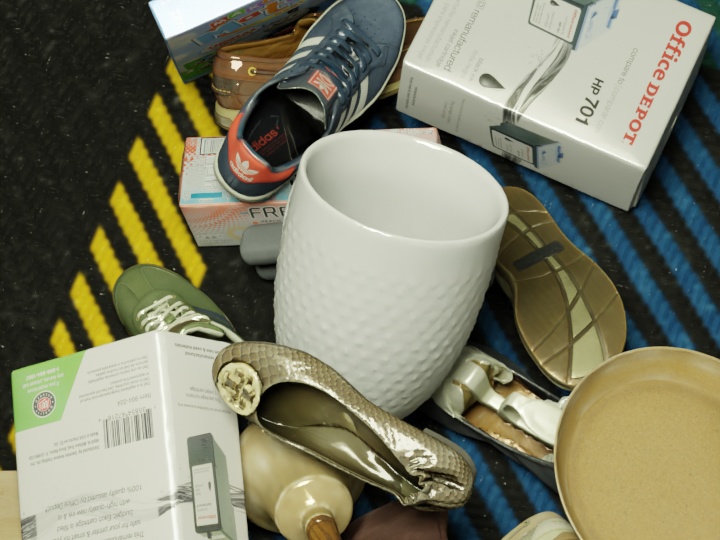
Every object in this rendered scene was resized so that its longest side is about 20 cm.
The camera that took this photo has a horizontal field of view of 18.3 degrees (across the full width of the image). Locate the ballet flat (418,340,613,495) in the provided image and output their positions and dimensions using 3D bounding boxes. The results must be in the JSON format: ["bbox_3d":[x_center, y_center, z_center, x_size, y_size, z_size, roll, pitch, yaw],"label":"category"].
[{"bbox_3d":[0.103,0.095,1.605,0.200,0.073,0.073,33,73,23],"label":"ballet flat"}]

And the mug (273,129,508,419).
[{"bbox_3d":[0.000,0.000,1.574,0.147,0.176,0.200,-6,36,-30],"label":"mug"}]

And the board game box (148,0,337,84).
[{"bbox_3d":[-0.081,-0.203,1.714,0.151,0.200,0.037,-24,85,-2],"label":"board game box"}]

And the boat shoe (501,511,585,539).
[{"bbox_3d":[0.075,0.246,1.541,0.200,0.072,0.065,-44,28,0],"label":"boat shoe"}]

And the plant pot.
[{"bbox_3d":[0.223,0.148,1.544,0.199,0.027,0.201,8,60,-14],"label":"plant pot"}]

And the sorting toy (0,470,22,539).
[{"bbox_3d":[-0.327,0.250,1.602,0.199,0.070,0.199,-2,63,10],"label":"sorting toy"}]

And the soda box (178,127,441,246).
[{"bbox_3d":[-0.035,-0.063,1.707,0.199,0.068,0.064,-1,63,10],"label":"soda box"}]

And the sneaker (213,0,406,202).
[{"bbox_3d":[-0.028,-0.136,1.647,0.075,0.085,0.200,37,72,-3],"label":"sneaker"}]

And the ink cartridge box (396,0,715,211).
[{"bbox_3d":[0.147,-0.157,1.692,0.200,0.086,0.147,24,69,8],"label":"ink cartridge box"}]

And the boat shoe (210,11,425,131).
[{"bbox_3d":[-0.022,-0.165,1.729,0.200,0.068,0.072,-18,28,-19],"label":"boat shoe"}]

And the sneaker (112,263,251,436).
[{"bbox_3d":[-0.121,0.053,1.652,0.067,0.090,0.200,-38,63,-9],"label":"sneaker"}]

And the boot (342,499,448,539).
[{"bbox_3d":[0.042,0.197,1.496,0.200,0.072,0.167,-32,27,33],"label":"boot"}]

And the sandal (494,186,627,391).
[{"bbox_3d":[0.137,0.017,1.652,0.080,0.054,0.200,-23,47,-9],"label":"sandal"}]

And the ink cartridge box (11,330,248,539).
[{"bbox_3d":[-0.161,0.157,1.562,0.145,0.084,0.201,-15,73,33],"label":"ink cartridge box"}]

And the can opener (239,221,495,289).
[{"bbox_3d":[0.005,-0.006,1.659,0.199,0.053,0.067,-5,63,24],"label":"can opener"}]

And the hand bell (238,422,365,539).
[{"bbox_3d":[-0.024,0.180,1.510,0.104,0.104,0.200,-24,26,-2],"label":"hand bell"}]

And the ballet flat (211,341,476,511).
[{"bbox_3d":[-0.016,0.109,1.508,0.200,0.067,0.046,28,38,10],"label":"ballet flat"}]
